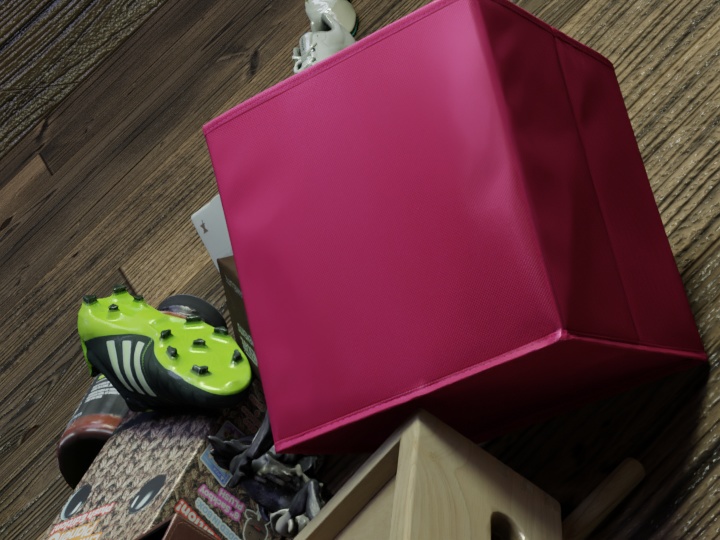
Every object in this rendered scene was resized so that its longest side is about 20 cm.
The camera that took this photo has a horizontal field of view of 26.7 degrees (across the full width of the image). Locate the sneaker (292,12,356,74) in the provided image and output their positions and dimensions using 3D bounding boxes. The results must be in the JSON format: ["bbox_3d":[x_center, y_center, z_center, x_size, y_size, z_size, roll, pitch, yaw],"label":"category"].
[{"bbox_3d":[-0.049,-0.221,1.739,0.074,0.087,0.201,-28,27,27],"label":"sneaker"}]

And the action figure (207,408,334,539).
[{"bbox_3d":[-0.024,0.138,0.990,0.102,0.119,0.200,-51,30,5],"label":"action figure"}]

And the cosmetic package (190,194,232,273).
[{"bbox_3d":[-0.037,-0.063,1.323,0.199,0.074,0.101,-28,-1,-41],"label":"cosmetic package"}]

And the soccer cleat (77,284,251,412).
[{"bbox_3d":[-0.143,0.073,1.120,0.067,0.082,0.199,-18,26,-35],"label":"soccer cleat"}]

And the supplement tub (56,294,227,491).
[{"bbox_3d":[-0.178,0.109,1.317,0.107,0.107,0.201,-27,25,35],"label":"supplement tub"}]

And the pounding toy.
[{"bbox_3d":[0.044,0.179,0.792,0.184,0.142,0.200,-49,14,25],"label":"pounding toy"}]

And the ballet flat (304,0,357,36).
[{"bbox_3d":[-0.048,-0.348,2.008,0.069,0.070,0.200,-38,22,10],"label":"ballet flat"}]

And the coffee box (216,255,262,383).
[{"bbox_3d":[0.011,0.013,1.084,0.199,0.080,0.114,-15,16,-14],"label":"coffee box"}]

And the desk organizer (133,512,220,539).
[{"bbox_3d":[-0.113,0.228,0.748,0.072,0.077,0.201,-37,22,54],"label":"desk organizer"}]

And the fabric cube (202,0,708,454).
[{"bbox_3d":[0.057,-0.015,0.888,0.195,0.200,0.201,-25,71,29],"label":"fabric cube"}]

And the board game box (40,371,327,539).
[{"bbox_3d":[-0.142,0.187,1.117,0.159,0.097,0.201,-20,31,46],"label":"board game box"}]
